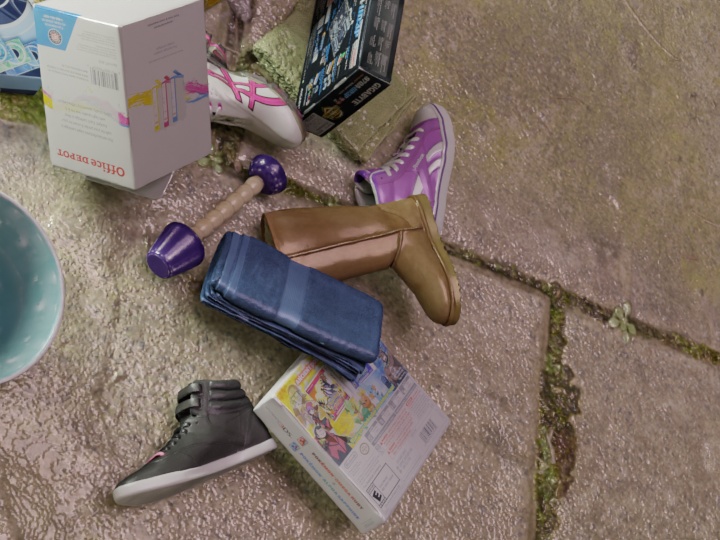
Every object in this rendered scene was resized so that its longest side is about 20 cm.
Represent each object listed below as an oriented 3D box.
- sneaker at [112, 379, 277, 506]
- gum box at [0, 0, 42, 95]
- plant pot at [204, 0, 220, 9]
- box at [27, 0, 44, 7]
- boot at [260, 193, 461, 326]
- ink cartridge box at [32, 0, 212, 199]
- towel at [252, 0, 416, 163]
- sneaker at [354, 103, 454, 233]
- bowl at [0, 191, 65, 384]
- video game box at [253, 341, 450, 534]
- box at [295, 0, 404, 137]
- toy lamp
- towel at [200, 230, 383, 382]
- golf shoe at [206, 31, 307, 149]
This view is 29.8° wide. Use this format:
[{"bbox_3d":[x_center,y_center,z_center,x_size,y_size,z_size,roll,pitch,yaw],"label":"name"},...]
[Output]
[{"bbox_3d":[-0.184,0.172,1.394,0.200,0.071,0.099,-17,78,-42],"label":"sneaker"},{"bbox_3d":[-0.434,-0.291,1.443,0.169,0.045,0.201,1,70,-33],"label":"gum box"},{"bbox_3d":[-0.155,-0.472,1.618,0.176,0.200,0.200,45,53,5],"label":"plant pot"},{"bbox_3d":[-0.310,-0.361,1.516,0.199,0.050,0.200,58,41,-10],"label":"box"},{"bbox_3d":[0.000,0.000,1.560,0.199,0.066,0.176,-10,66,-20],"label":"boot"},{"bbox_3d":[-0.245,-0.185,1.420,0.125,0.128,0.201,-33,132,-46],"label":"ink cartridge box"},{"bbox_3d":[-0.031,-0.241,1.686,0.200,0.036,0.148,45,54,-10],"label":"towel"},{"bbox_3d":[0.051,-0.131,1.670,0.114,0.073,0.201,18,61,-23],"label":"sneaker"},{"bbox_3d":[-0.396,0.023,1.287,0.200,0.105,0.202,14,67,-36],"label":"bowl"},{"bbox_3d":[-0.005,0.161,1.496,0.182,0.047,0.200,51,37,-7],"label":"video game box"},{"bbox_3d":[-0.010,-0.277,1.593,0.046,0.159,0.201,22,61,-25],"label":"box"},{"bbox_3d":[-0.161,-0.058,1.513,0.058,0.058,0.200,51,51,-4],"label":"toy lamp"},{"bbox_3d":[-0.072,0.036,1.470,0.199,0.049,0.112,26,39,-12],"label":"towel"},{"bbox_3d":[-0.156,-0.195,1.568,0.200,0.073,0.092,35,61,-3],"label":"golf shoe"}]
